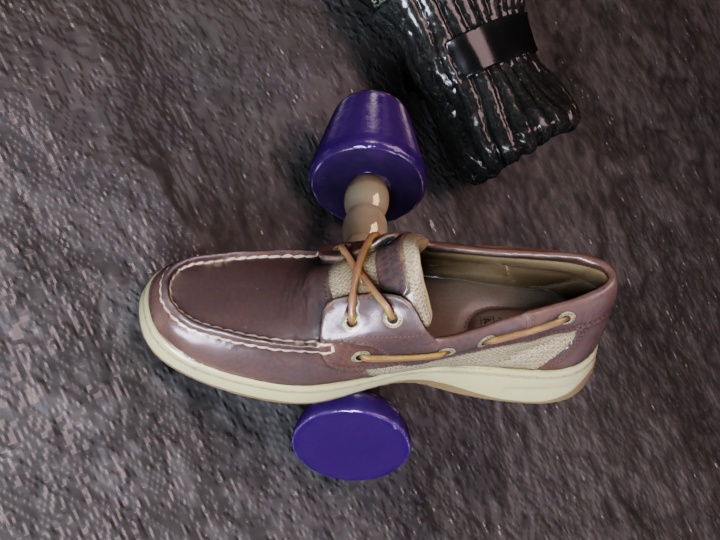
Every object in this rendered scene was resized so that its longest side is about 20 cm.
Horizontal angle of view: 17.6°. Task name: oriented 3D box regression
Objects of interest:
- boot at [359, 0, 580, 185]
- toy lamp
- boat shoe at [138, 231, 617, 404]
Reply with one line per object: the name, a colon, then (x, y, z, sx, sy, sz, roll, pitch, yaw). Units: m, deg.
boot: (0.072, -0.143, 1.246, 0.158, 0.079, 0.211, 52, 42, -2)
toy lamp: (0.000, 0.000, 1.051, 0.058, 0.058, 0.200, 39, 40, -33)
boat shoe: (0.010, 0.010, 0.959, 0.199, 0.072, 0.072, 6, 50, -13)
